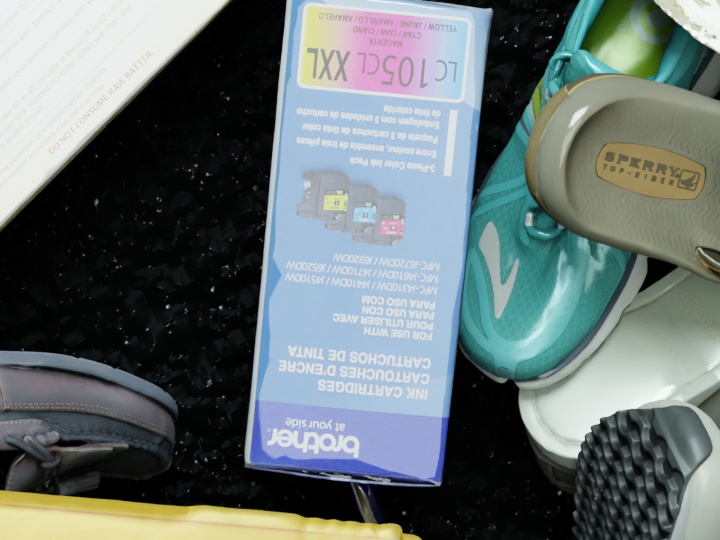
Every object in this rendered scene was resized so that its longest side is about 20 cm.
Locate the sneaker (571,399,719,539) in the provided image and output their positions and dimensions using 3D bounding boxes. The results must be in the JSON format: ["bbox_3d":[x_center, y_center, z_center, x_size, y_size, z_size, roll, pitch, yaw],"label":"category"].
[{"bbox_3d":[0.135,0.110,0.825,0.093,0.071,0.201,-13,140,-11],"label":"sneaker"}]

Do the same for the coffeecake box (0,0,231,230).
[{"bbox_3d":[-0.160,-0.131,0.807,0.153,0.073,0.200,-44,98,0],"label":"coffeecake box"}]

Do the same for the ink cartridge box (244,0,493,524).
[{"bbox_3d":[0.000,0.000,0.804,0.076,0.136,0.202,7,95,-1],"label":"ink cartridge box"}]

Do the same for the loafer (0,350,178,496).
[{"bbox_3d":[-0.152,0.064,0.791,0.199,0.072,0.064,16,57,-40],"label":"loafer"}]

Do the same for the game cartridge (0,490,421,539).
[{"bbox_3d":[-0.084,0.113,0.792,0.198,0.176,0.033,4,72,-6],"label":"game cartridge"}]

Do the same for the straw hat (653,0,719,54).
[{"bbox_3d":[0.182,-0.163,0.775,0.199,0.085,0.202,6,54,-8],"label":"straw hat"}]

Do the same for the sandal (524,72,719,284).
[{"bbox_3d":[0.157,-0.027,0.783,0.198,0.054,0.081,8,98,-21],"label":"sandal"}]

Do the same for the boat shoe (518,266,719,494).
[{"bbox_3d":[0.156,0.026,0.860,0.201,0.060,0.072,-28,59,-5],"label":"boat shoe"}]

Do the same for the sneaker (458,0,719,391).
[{"bbox_3d":[0.085,-0.053,0.826,0.077,0.080,0.201,22,87,20],"label":"sneaker"}]
